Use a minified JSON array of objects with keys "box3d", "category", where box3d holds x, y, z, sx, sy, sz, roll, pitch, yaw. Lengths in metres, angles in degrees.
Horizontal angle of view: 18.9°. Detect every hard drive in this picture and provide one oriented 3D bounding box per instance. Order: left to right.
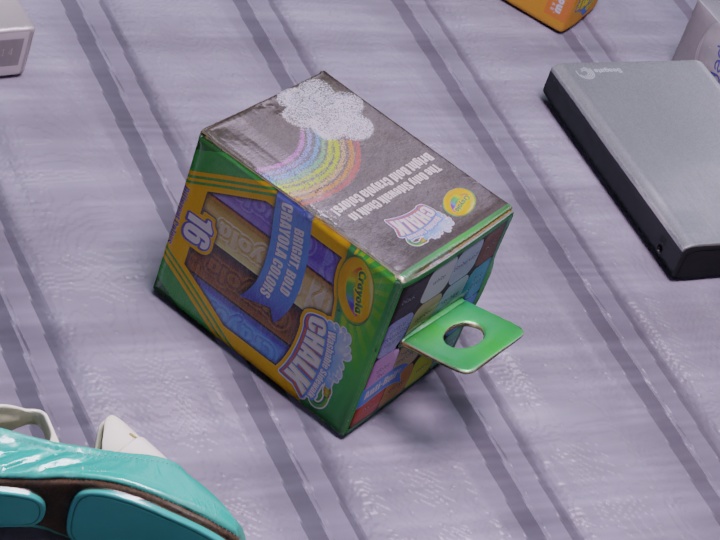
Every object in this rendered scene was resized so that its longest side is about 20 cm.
[{"box3d":[0.233,-0.076,1.540,0.139,0.033,0.201,-4,44,-29],"category":"hard drive"}]

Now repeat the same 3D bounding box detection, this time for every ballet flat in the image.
[{"box3d":[-0.152,0.103,1.110,0.198,0.068,0.071,11,54,-11],"category":"ballet flat"}]

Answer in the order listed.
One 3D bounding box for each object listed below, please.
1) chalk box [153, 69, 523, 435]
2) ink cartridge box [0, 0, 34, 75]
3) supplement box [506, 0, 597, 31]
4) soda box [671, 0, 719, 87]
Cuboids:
[{"box3d":[0.000,0.000,1.268,0.200,0.124,0.124,38,40,19],"category":"chalk box"},{"box3d":[-0.337,-0.188,1.399,0.199,0.045,0.177,-9,48,-33],"category":"ink cartridge box"},{"box3d":[0.098,-0.268,1.681,0.199,0.067,0.069,30,39,13],"category":"supplement box"},{"box3d":[0.316,-0.121,1.607,0.068,0.064,0.201,-6,45,-30],"category":"soda box"}]
